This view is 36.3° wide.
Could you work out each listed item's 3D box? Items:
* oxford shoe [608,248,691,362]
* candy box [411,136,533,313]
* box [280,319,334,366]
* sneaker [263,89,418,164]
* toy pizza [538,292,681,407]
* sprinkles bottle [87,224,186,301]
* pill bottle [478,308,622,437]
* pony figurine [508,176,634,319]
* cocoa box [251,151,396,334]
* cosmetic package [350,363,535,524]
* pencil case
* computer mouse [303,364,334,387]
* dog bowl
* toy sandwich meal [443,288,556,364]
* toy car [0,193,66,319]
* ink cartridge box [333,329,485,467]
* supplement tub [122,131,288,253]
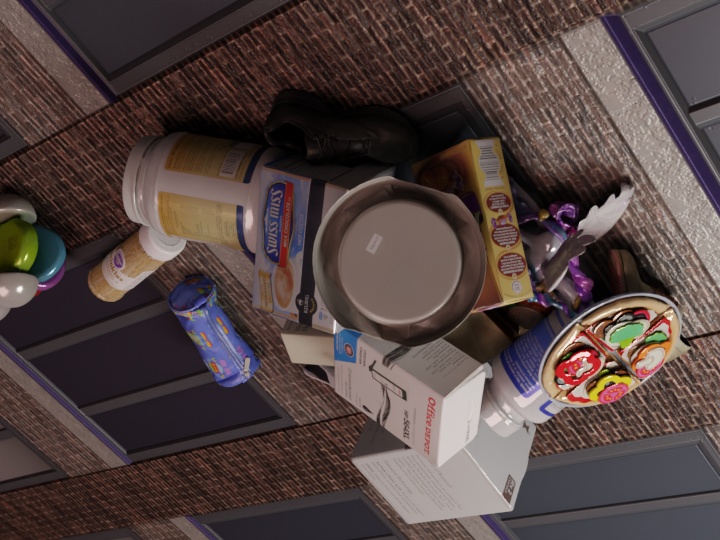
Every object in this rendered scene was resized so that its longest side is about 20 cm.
[{"bbox_3d":[0.377,0.041,1.437,0.074,0.071,0.200,-22,127,12],"label":"oxford shoe"},{"bbox_3d":[0.135,-0.051,1.340,0.117,0.056,0.200,-19,82,55],"label":"candy box"},{"bbox_3d":[-0.011,0.095,1.644,0.200,0.082,0.068,2,135,21],"label":"box"},{"bbox_3d":[-0.028,-0.163,1.376,0.200,0.091,0.076,11,129,12],"label":"sneaker"},{"bbox_3d":[0.321,0.109,1.392,0.200,0.032,0.200,-12,134,-13],"label":"toy pizza"},{"bbox_3d":[-0.345,-0.017,1.687,0.068,0.068,0.200,40,136,-18],"label":"sprinkles bottle"},{"bbox_3d":[0.249,0.135,1.490,0.200,0.112,0.112,-40,112,17],"label":"pill bottle"},{"bbox_3d":[0.236,-0.031,1.369,0.200,0.167,0.193,37,141,18],"label":"pony figurine"},{"bbox_3d":[-0.048,-0.043,1.418,0.131,0.133,0.200,16,114,23],"label":"cocoa box"},{"bbox_3d":[0.128,0.260,1.655,0.200,0.165,0.165,-19,122,37],"label":"cosmetic package"},{"bbox_3d":[-0.230,0.102,1.749,0.087,0.078,0.200,24,149,46],"label":"pencil case"},{"bbox_3d":[-0.022,0.159,1.692,0.110,0.044,0.200,7,-174,-35],"label":"computer mouse"},{"bbox_3d":[0.046,-0.010,1.282,0.200,0.200,0.059,18,180,6],"label":"dog bowl"},{"bbox_3d":[0.176,0.061,1.531,0.205,0.070,0.205,13,137,12],"label":"toy sandwich meal"},{"bbox_3d":[-0.544,-0.012,1.738,0.150,0.175,0.200,11,152,-43],"label":"toy car"},{"bbox_3d":[0.062,0.149,1.492,0.200,0.084,0.146,33,141,31],"label":"ink cartridge box"},{"bbox_3d":[-0.202,-0.107,1.473,0.200,0.145,0.145,11,137,14],"label":"supplement tub"}]
